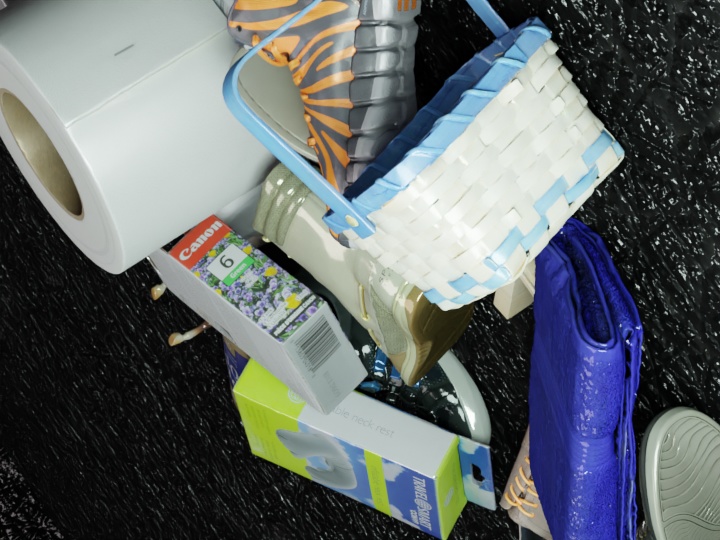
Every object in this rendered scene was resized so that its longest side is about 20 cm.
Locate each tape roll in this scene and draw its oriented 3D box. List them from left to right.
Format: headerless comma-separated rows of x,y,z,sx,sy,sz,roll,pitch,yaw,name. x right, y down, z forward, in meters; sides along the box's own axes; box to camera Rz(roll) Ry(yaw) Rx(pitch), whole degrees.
-0.169,-0.117,1.698,0.203,0.139,0.203,50,162,22,tape roll

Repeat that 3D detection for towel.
0.142,0.081,1.510,0.148,0.049,0.200,-103,10,-54,towel

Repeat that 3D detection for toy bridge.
0.106,0.007,1.611,0.200,0.027,0.067,49,159,21,toy bridge

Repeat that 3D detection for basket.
0.036,-0.087,1.406,0.200,0.176,0.139,51,154,-9,basket

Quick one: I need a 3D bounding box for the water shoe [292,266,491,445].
0.019,0.072,1.849,0.200,0.079,0.072,52,161,14,water shoe

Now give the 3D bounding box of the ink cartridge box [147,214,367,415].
-0.090,0.016,1.804,0.200,0.050,0.109,38,166,35,ink cartridge box

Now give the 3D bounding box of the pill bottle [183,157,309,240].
-0.137,-0.121,1.874,0.200,0.113,0.113,53,161,14,pill bottle

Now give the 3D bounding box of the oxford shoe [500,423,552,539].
0.137,0.146,1.685,0.071,0.073,0.200,42,156,38,oxford shoe

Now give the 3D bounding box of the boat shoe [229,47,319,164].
0.001,-0.082,1.577,0.200,0.073,0.063,27,159,2,boat shoe

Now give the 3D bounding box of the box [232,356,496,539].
0.004,0.139,1.862,0.200,0.048,0.122,23,156,17,box

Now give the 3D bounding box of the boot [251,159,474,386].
0.000,0.000,1.721,0.155,0.072,0.200,37,168,15,boot

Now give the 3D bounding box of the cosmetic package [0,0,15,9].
-0.216,-0.169,2.005,0.200,0.107,0.090,59,161,0,cosmetic package

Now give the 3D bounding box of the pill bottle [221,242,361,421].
-0.055,0.075,1.987,0.112,0.112,0.200,46,158,29,pill bottle

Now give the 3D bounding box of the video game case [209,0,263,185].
-0.105,-0.168,1.710,0.182,0.023,0.200,51,162,17,video game case

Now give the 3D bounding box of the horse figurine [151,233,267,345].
-0.113,-0.028,1.985,0.050,0.132,0.200,35,139,54,horse figurine

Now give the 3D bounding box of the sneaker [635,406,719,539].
0.201,0.160,1.549,0.106,0.075,0.200,32,149,55,sneaker

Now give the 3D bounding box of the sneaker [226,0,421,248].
-0.026,-0.117,1.513,0.112,0.078,0.200,8,96,20,sneaker
